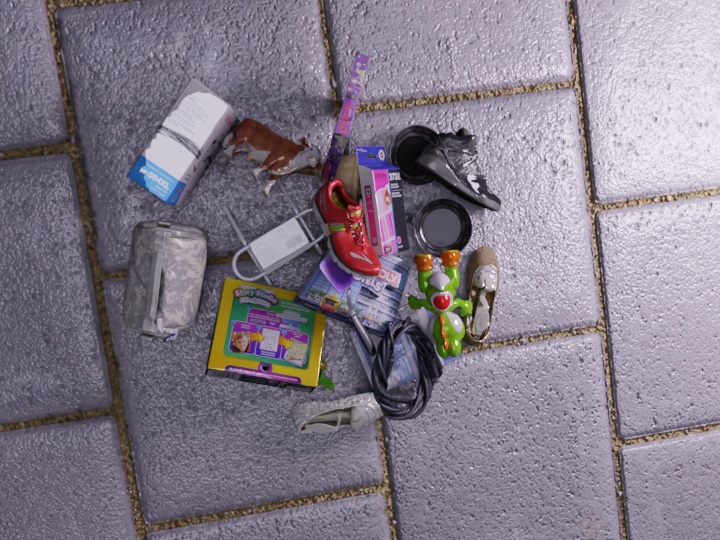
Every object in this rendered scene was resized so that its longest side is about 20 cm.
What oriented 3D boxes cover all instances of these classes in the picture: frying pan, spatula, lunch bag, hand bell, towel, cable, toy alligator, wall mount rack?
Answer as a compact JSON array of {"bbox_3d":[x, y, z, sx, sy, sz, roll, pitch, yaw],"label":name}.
[{"bbox_3d":[0.090,-0.190,1.197,0.115,0.031,0.191,32,88,-13],"label":"frying pan"},{"bbox_3d":[-0.014,0.066,1.101,0.056,0.020,0.201,-40,114,-46],"label":"spatula"},{"bbox_3d":[-0.350,0.013,1.100,0.138,0.168,0.202,8,94,-7],"label":"lunch bag"},{"bbox_3d":[-0.095,-0.192,1.166,0.198,0.104,0.105,9,93,5],"label":"hand bell"},{"bbox_3d":[0.091,0.147,1.233,0.199,0.024,0.148,-21,97,-5],"label":"towel"},{"bbox_3d":[0.078,0.183,1.168,0.163,0.051,0.201,-42,123,-26],"label":"cable"},{"bbox_3d":[0.123,-0.079,1.208,0.189,0.031,0.116,-6,96,2],"label":"frying pan"},{"bbox_3d":[-0.127,0.170,1.194,0.200,0.054,0.059,41,89,-8],"label":"toy alligator"},{"bbox_3d":[-0.165,-0.075,1.166,0.199,0.075,0.174,-31,101,-3],"label":"wall mount rack"}]

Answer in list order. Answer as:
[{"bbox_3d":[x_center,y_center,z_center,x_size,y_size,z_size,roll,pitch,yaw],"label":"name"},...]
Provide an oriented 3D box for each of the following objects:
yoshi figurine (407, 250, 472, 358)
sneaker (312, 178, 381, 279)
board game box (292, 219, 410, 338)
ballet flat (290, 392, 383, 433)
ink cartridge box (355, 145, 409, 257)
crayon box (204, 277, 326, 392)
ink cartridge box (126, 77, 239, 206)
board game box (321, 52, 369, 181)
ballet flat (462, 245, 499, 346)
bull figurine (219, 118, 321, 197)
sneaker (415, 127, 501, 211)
[{"bbox_3d":[0.157,0.064,1.188,0.111,0.112,0.202,-7,89,-38],"label":"yoshi figurine"},{"bbox_3d":[-0.021,-0.076,1.084,0.077,0.085,0.201,-15,65,-40],"label":"sneaker"},{"bbox_3d":[0.000,0.000,1.169,0.199,0.062,0.201,22,73,-15],"label":"board game box"},{"bbox_3d":[-0.036,0.287,1.206,0.198,0.072,0.072,-7,95,-4],"label":"ballet flat"},{"bbox_3d":[0.042,-0.129,1.134,0.037,0.094,0.202,-6,95,37],"label":"ink cartridge box"},{"bbox_3d":[-0.169,0.119,1.142,0.199,0.058,0.174,13,65,-13],"label":"crayon box"},{"bbox_3d":[-0.307,-0.221,1.098,0.084,0.146,0.201,34,91,-6],"label":"ink cartridge box"},{"bbox_3d":[-0.026,-0.271,1.094,0.032,0.120,0.201,19,57,-9],"label":"board game box"},{"bbox_3d":[0.243,0.053,1.222,0.070,0.065,0.202,6,94,-9],"label":"ballet flat"},{"bbox_3d":[-0.164,-0.207,1.118,0.199,0.065,0.121,32,63,27],"label":"bull figurine"},{"bbox_3d":[0.210,-0.196,1.184,0.199,0.076,0.115,33,91,-18],"label":"sneaker"}]
